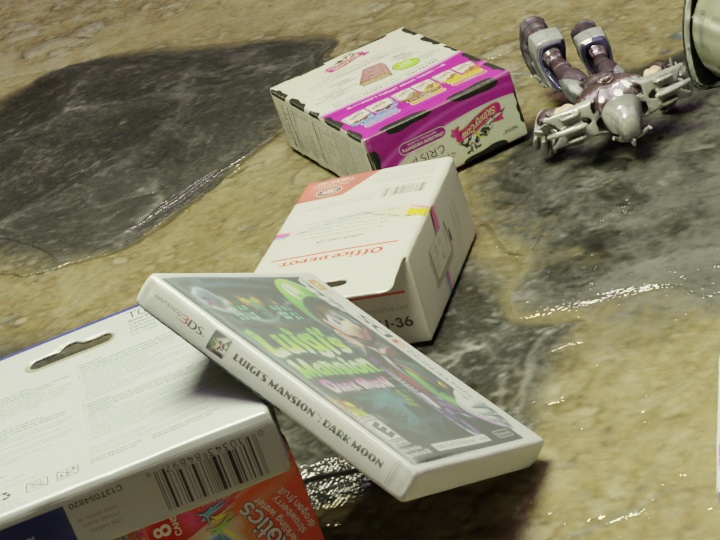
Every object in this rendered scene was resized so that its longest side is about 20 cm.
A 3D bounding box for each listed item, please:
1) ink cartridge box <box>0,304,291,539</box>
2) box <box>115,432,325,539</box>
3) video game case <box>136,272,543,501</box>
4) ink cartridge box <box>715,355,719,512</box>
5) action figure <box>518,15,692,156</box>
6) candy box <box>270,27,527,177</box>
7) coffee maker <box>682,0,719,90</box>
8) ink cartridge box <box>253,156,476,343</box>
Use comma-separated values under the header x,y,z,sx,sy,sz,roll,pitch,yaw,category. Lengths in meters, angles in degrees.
x,y,z,sx,sy,sz,roll,pitch,yaw,category
-0.148,0.087,1.120,0.199,0.041,0.200,-21,24,-2,ink cartridge box
-0.102,0.122,1.183,0.094,0.103,0.200,-25,26,-15,box
-0.005,0.057,1.122,0.182,0.023,0.200,35,13,19,video game case
0.283,0.088,1.057,0.196,0.043,0.200,-11,24,15,ink cartridge box
0.186,-0.139,1.581,0.130,0.070,0.200,-13,28,-5,action figure
0.028,-0.130,1.675,0.136,0.061,0.200,-26,26,-15,candy box
0.355,-0.174,1.429,0.192,0.135,0.200,-37,34,-15,coffee maker
0.000,0.000,1.412,0.116,0.068,0.200,-9,24,20,ink cartridge box
